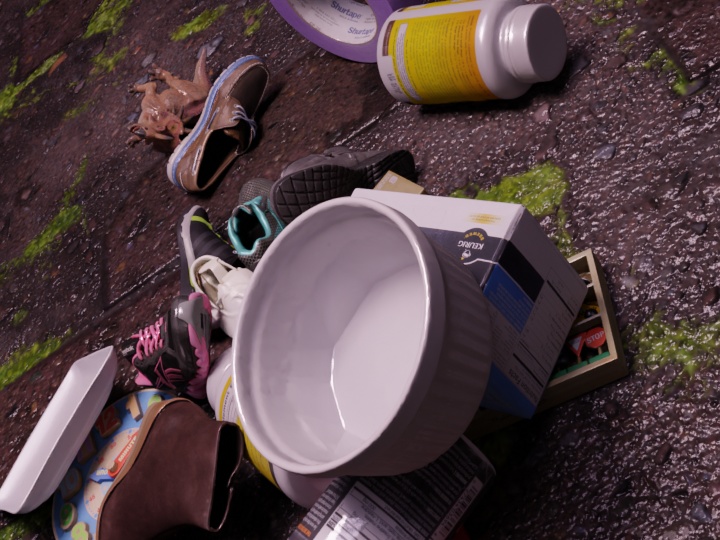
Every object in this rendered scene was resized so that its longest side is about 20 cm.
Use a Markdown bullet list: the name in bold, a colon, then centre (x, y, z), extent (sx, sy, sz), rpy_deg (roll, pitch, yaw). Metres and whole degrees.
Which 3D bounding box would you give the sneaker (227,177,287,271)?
- **sneaker**: centre (-0.113, -0.054, 1.294), extent (0.077, 0.091, 0.201), rpy_deg (-34, 39, 10)

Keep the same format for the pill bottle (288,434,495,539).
- **pill bottle**: centre (0.011, 0.209, 0.909), extent (0.201, 0.106, 0.106), rpy_deg (-51, 39, -11)

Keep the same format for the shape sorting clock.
- **shape sorting clock**: centre (-0.255, 0.217, 1.221), extent (0.198, 0.039, 0.202), rpy_deg (-24, 43, 24)

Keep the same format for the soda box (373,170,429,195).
- **soda box**: centre (0.000, 0.000, 1.169), extent (0.201, 0.064, 0.067), rpy_deg (-50, 39, -7)

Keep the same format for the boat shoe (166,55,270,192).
- **boat shoe**: centre (-0.170, -0.185, 1.488), extent (0.072, 0.072, 0.202), rpy_deg (28, 86, 45)

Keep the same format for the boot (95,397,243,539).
- **boot**: centre (-0.179, 0.223, 1.064), extent (0.165, 0.071, 0.204), rpy_deg (7, 83, 57)

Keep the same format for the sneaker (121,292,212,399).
- **sneaker**: centre (-0.199, 0.081, 1.170), extent (0.094, 0.201, 0.080), rpy_deg (5, 64, -7)

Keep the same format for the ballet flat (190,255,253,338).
- **ballet flat**: centre (-0.128, 0.024, 1.162), extent (0.070, 0.069, 0.199), rpy_deg (-52, 28, -10)

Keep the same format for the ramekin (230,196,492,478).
- **ramekin**: centre (0.006, 0.057, 0.847), extent (0.198, 0.104, 0.204), rpy_deg (-18, 63, 38)

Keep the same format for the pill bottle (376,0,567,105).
- **pill bottle**: centre (0.120, -0.239, 1.238), extent (0.198, 0.109, 0.110), rpy_deg (4, 58, 44)

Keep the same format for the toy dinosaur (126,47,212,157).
- **toy dinosaur**: centre (-0.251, -0.223, 1.584), extent (0.134, 0.087, 0.200), rpy_deg (20, 53, 37)

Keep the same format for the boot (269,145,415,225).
- **boot**: centre (-0.047, -0.091, 1.236), extent (0.198, 0.071, 0.130), rpy_deg (-15, 17, -42)

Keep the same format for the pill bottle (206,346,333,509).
- **pill bottle**: centre (-0.070, 0.134, 1.067), extent (0.112, 0.111, 0.199), rpy_deg (-51, 32, -9)

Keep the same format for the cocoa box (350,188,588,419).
- **cocoa box**: centre (0.067, 0.025, 0.985), extent (0.198, 0.133, 0.133), rpy_deg (9, 65, 45)

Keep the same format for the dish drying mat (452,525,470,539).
- **dish drying mat**: centre (0.057, 0.237, 0.944), extent (0.076, 0.018, 0.201), rpy_deg (-39, 38, 6)

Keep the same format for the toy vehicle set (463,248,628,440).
- **toy vehicle set**: centre (0.132, 0.074, 1.014), extent (0.198, 0.027, 0.126), rpy_deg (-27, 42, 21)

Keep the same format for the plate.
- **plate**: centre (-0.340, 0.187, 1.286), extent (0.199, 0.032, 0.202), rpy_deg (-21, 40, 62)

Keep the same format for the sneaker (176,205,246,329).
- **sneaker**: centre (-0.165, -0.002, 1.334), extent (0.081, 0.072, 0.202), rpy_deg (-13, 44, 0)

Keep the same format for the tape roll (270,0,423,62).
- **tape roll**: centre (-0.024, -0.345, 1.388), extent (0.198, 0.200, 0.066), rpy_deg (8, 60, 45)
